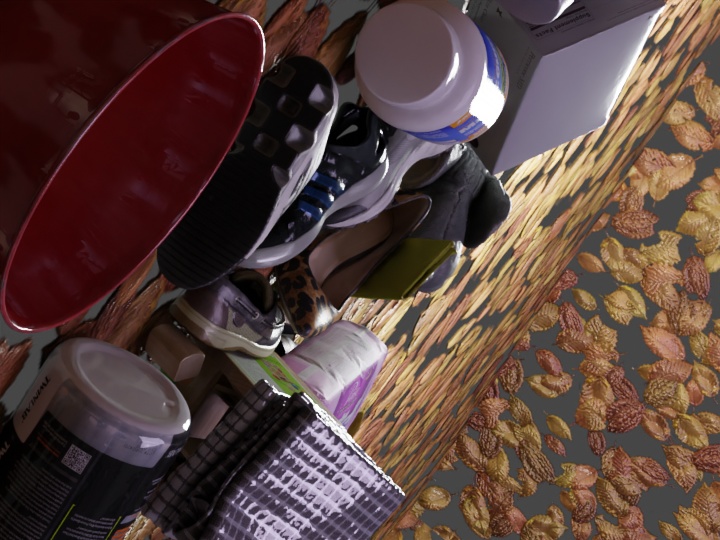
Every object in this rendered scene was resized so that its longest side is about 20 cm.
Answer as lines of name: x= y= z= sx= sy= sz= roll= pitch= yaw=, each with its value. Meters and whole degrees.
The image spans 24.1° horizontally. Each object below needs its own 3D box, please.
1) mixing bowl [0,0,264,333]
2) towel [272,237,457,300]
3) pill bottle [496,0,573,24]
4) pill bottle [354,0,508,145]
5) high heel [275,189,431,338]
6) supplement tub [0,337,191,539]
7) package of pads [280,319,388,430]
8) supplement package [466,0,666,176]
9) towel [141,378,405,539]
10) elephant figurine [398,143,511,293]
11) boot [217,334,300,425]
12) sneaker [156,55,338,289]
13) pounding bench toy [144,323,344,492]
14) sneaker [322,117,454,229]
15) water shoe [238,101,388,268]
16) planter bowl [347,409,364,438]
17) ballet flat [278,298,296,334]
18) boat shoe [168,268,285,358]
mixing bowl: x=-0.153 y=-0.079 z=0.874 sx=0.200 sy=0.108 sz=0.200 roll=-49 pitch=167 yaw=-15
towel: x=0.000 y=0.000 z=1.615 sx=0.199 sy=0.018 sz=0.086 roll=2 pitch=-139 yaw=49
pill bottle: x=0.199 y=-0.317 z=1.512 sx=0.200 sy=0.119 sz=0.120 roll=-47 pitch=167 yaw=-24
pill bottle: x=0.058 y=-0.169 z=1.421 sx=0.112 sy=0.112 sz=0.200 roll=-54 pitch=169 yaw=8
high heel: x=-0.002 y=-0.012 z=1.539 sx=0.142 sy=0.072 sz=0.200 roll=-24 pitch=-157 yaw=13
supplement tub: x=-0.225 y=0.161 z=1.274 sx=0.200 sy=0.122 sz=0.122 roll=-56 pitch=168 yaw=16
package of pads: x=-0.051 y=0.131 z=1.688 sx=0.121 sy=0.075 sz=0.200 roll=-62 pitch=169 yaw=21
supplement package: x=0.185 y=-0.215 z=1.676 sx=0.155 sy=0.111 sz=0.200 roll=-25 pitch=156 yaw=-24
towel: x=-0.066 y=0.202 z=1.446 sx=0.166 sy=0.086 sz=0.200 roll=-46 pitch=139 yaw=-2
elephant figurine: x=0.086 y=-0.085 z=1.755 sx=0.200 sy=0.155 sz=0.141 roll=-52 pitch=154 yaw=0
boot: x=-0.121 y=0.155 z=1.778 sx=0.201 sy=0.075 sz=0.097 roll=-57 pitch=165 yaw=10
sneaker: x=-0.077 y=-0.065 z=1.296 sx=0.200 sy=0.074 sz=0.089 roll=-52 pitch=167 yaw=0
pounding bench toy: x=-0.149 y=0.140 z=1.486 sx=0.156 sy=0.124 sz=0.200 roll=-53 pitch=139 yaw=7
sneaker: x=0.017 y=-0.117 z=1.562 sx=0.200 sy=0.074 sz=0.080 roll=-44 pitch=137 yaw=-16
water shoe: x=-0.054 y=-0.077 z=1.424 sx=0.200 sy=0.071 sz=0.079 roll=-41 pitch=136 yaw=-40
planter bowl: x=-0.089 y=0.229 z=2.102 sx=0.201 sy=0.083 sz=0.201 roll=-50 pitch=168 yaw=-15
ballet flat: x=-0.067 y=0.034 z=1.711 sx=0.200 sy=0.066 sz=0.057 roll=-20 pitch=114 yaw=-78
boat shoe: x=-0.102 y=0.033 z=1.494 sx=0.065 sy=0.073 sz=0.200 roll=-49 pitch=169 yaw=9
